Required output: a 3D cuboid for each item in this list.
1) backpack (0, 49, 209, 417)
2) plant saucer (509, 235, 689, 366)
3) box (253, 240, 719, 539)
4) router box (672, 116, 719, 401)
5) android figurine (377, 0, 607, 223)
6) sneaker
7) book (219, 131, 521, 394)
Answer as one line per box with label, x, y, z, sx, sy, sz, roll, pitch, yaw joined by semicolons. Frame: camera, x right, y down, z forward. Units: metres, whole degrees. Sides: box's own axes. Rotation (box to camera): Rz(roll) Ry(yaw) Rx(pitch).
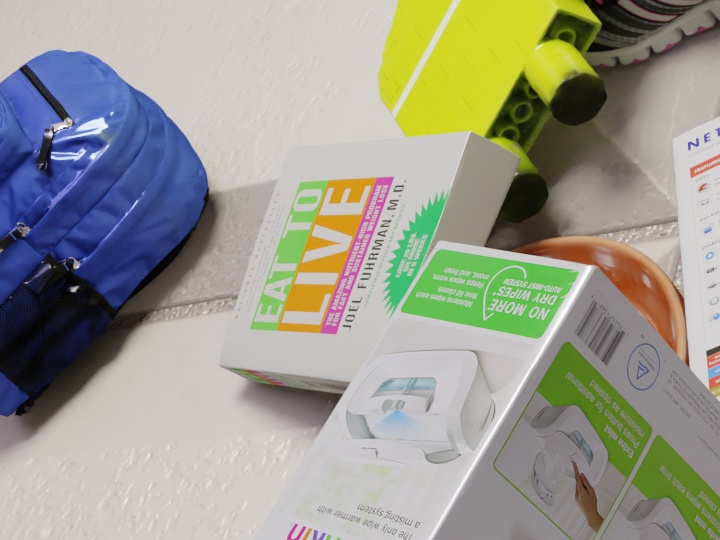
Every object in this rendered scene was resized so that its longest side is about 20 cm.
backpack;-0.202;-0.040;1.314;0.200;0.168;0.163;-42;41;-2
plant saucer;0.075;0.073;1.028;0.200;0.032;0.201;-28;38;25
box;0.073;0.120;0.835;0.097;0.200;0.177;11;63;51
router box;0.239;-0.024;0.942;0.200;0.049;0.180;-24;39;27
android figurine;0.068;-0.115;1.164;0.182;0.041;0.200;-62;31;22
sneaker;0.163;-0.170;1.136;0.200;0.087;0.074;-12;47;39
book;0.000;0.000;1.122;0.200;0.048;0.134;-1;65;63
